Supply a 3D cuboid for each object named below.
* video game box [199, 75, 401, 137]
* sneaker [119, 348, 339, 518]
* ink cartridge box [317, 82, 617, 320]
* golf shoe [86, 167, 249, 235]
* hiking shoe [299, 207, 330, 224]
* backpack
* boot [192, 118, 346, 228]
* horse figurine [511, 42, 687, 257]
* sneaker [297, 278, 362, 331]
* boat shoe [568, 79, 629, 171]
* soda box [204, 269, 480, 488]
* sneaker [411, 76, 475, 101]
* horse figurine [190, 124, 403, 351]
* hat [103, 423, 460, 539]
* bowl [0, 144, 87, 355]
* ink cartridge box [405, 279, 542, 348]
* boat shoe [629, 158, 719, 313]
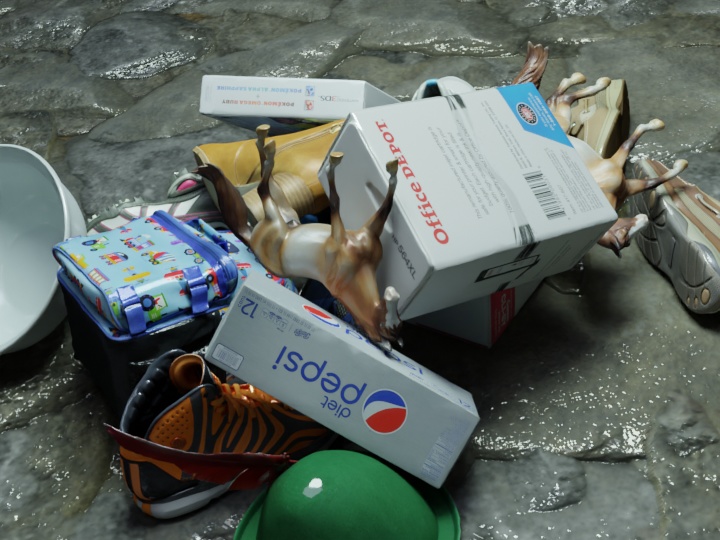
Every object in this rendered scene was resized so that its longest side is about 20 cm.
[{"bbox_3d":[-0.050,-0.170,1.211,0.179,0.048,0.200,8,2,18],"label":"video game box"},{"bbox_3d":[-0.093,0.105,0.868,0.198,0.113,0.077,-26,39,-24],"label":"sneaker"},{"bbox_3d":[0.084,-0.060,0.904,0.198,0.085,0.147,-14,66,-33],"label":"ink cartridge box"},{"bbox_3d":[-0.200,-0.030,1.109,0.198,0.077,0.089,-28,71,3],"label":"golf shoe"},{"bbox_3d":[-0.064,-0.070,1.127,0.198,0.088,0.074,20,44,34],"label":"hiking shoe"},{"bbox_3d":[-0.142,0.027,0.963,0.197,0.137,0.182,-18,30,-24],"label":"backpack"},{"bbox_3d":[-0.063,-0.099,1.021,0.143,0.072,0.201,-31,29,-15],"label":"boot"},{"bbox_3d":[0.196,-0.110,1.002,0.132,0.050,0.200,-38,71,-18],"label":"horse figurine"},{"bbox_3d":[0.000,0.000,0.940,0.078,0.075,0.202,28,66,-6],"label":"sneaker"},{"bbox_3d":[0.245,-0.141,1.184,0.063,0.072,0.201,-2,27,19],"label":"boat shoe"},{"bbox_3d":[-0.013,0.079,0.832,0.198,0.064,0.068,29,8,-5],"label":"soda box"},{"bbox_3d":[0.079,-0.149,1.063,0.074,0.088,0.201,-3,34,12],"label":"sneaker"},{"bbox_3d":[-0.040,-0.032,0.854,0.198,0.135,0.050,17,28,33],"label":"horse figurine"},{"bbox_3d":[-0.027,0.133,0.758,0.164,0.178,0.200,16,42,30],"label":"hat"},{"bbox_3d":[-0.325,-0.008,1.060,0.198,0.090,0.205,-7,74,26],"label":"bowl"},{"bbox_3d":[0.104,-0.035,1.046,0.143,0.084,0.200,16,43,30],"label":"ink cartridge box"},{"bbox_3d":[0.302,-0.034,1.022,0.071,0.077,0.201,-6,41,-9],"label":"boat shoe"}]
